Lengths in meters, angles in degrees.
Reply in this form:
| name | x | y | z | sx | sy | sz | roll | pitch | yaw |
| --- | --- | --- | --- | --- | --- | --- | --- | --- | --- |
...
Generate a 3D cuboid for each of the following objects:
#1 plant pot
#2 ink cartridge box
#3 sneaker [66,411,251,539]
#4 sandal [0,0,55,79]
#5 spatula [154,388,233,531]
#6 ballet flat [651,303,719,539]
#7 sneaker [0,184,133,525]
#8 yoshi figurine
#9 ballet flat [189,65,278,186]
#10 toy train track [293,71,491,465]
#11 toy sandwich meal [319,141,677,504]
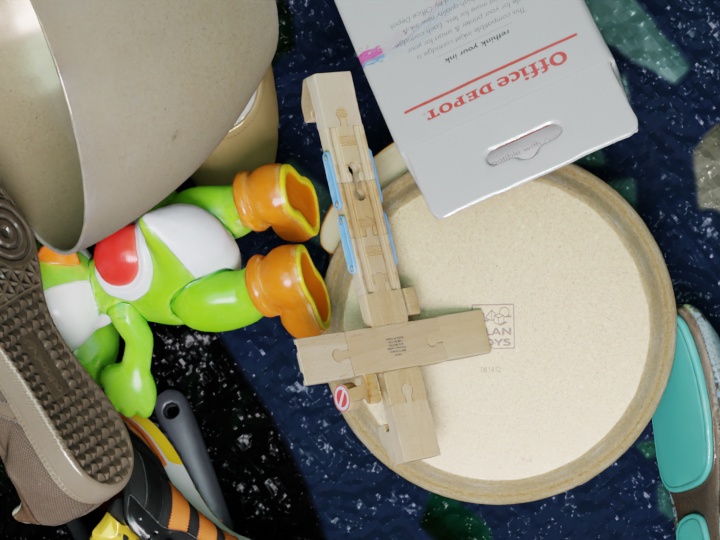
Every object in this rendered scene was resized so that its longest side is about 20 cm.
| name | x | y | z | sx | sy | sz | roll | pitch | yaw |
| --- | --- | --- | --- | --- | --- | --- | --- | --- | --- |
| plant pot | -0.120 | -0.125 | 1.333 | 0.134 | 0.200 | 0.200 | -23 | 87 | -20 |
| ink cartridge box | 0.062 | -0.107 | 1.375 | 0.116 | 0.068 | 0.200 | -24 | 55 | 4 |
| sneaker | -0.100 | 0.150 | 1.394 | 0.200 | 0.090 | 0.070 | 45 | 110 | 21 |
| sandal | -0.210 | -0.107 | 1.453 | 0.203 | 0.050 | 0.082 | -34 | 102 | 15 |
| spatula | -0.068 | 0.157 | 1.449 | 0.056 | 0.021 | 0.200 | -21 | 87 | 6 |
| ballet flat | 0.193 | 0.116 | 1.411 | 0.074 | 0.074 | 0.200 | -4 | 84 | 5 |
| sneaker | -0.190 | 0.036 | 1.350 | 0.076 | 0.070 | 0.200 | -32 | 82 | 36 |
| yoshi figurine | -0.114 | 0.016 | 1.418 | 0.200 | 0.112 | 0.112 | -13 | 105 | 12 |
| ballet flat | -0.087 | -0.135 | 1.435 | 0.069 | 0.063 | 0.200 | -11 | 88 | 4 |
| toy train track | 0.000 | 0.000 | 1.367 | 0.115 | 0.033 | 0.200 | -8 | 81 | -35 |
| toy sandwich meal | 0.066 | 0.023 | 1.420 | 0.205 | 0.070 | 0.205 | 0 | 92 | 5 |
